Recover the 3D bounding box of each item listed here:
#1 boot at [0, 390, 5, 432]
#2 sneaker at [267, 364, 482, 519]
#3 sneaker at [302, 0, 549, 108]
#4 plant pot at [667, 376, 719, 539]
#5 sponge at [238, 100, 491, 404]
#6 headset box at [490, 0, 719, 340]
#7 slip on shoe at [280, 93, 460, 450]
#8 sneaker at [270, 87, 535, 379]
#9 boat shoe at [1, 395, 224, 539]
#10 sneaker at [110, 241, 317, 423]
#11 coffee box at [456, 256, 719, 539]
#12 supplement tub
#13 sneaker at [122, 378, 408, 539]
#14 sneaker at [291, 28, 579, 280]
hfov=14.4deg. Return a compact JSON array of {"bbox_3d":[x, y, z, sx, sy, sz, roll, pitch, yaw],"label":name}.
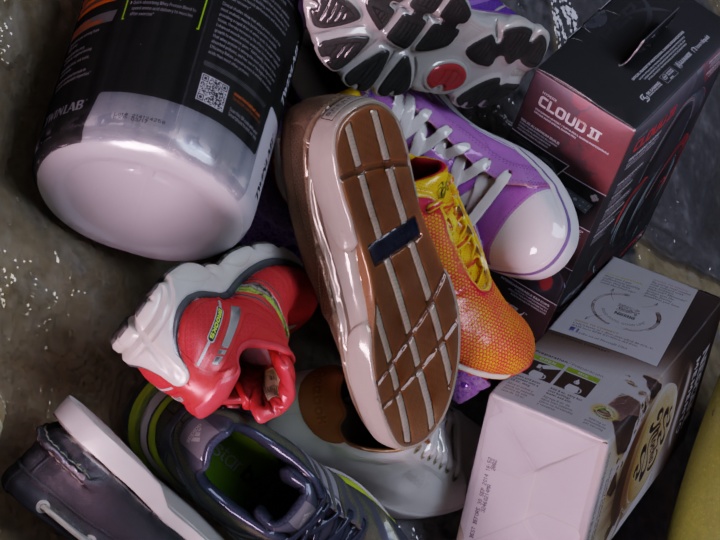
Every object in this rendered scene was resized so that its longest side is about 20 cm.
[{"bbox_3d":[-0.226,-0.020,1.406,0.200,0.072,0.155,48,44,-26],"label":"boot"},{"bbox_3d":[0.028,0.098,1.639,0.200,0.085,0.073,16,65,-47],"label":"sneaker"},{"bbox_3d":[0.023,-0.145,1.603,0.083,0.081,0.200,48,17,29],"label":"sneaker"},{"bbox_3d":[0.282,0.125,1.771,0.187,0.187,0.200,36,88,-35],"label":"plant pot"},{"bbox_3d":[-0.002,-0.016,1.650,0.200,0.030,0.112,38,33,-29],"label":"sponge"},{"bbox_3d":[0.145,-0.078,1.739,0.075,0.200,0.149,33,41,13],"label":"headset box"},{"bbox_3d":[0.000,0.000,1.547,0.076,0.061,0.200,-32,116,-36],"label":"slip on shoe"},{"bbox_3d":[0.035,-0.015,1.598,0.200,0.077,0.073,45,30,-19],"label":"sneaker"},{"bbox_3d":[-0.114,0.142,1.483,0.060,0.074,0.200,-43,137,-3],"label":"boat shoe"},{"bbox_3d":[-0.065,0.042,1.504,0.085,0.077,0.200,46,20,9],"label":"sneaker"},{"bbox_3d":[0.140,0.089,1.713,0.200,0.080,0.113,-44,150,-53],"label":"coffee box"},{"bbox_3d":[-0.096,-0.117,1.541,0.122,0.122,0.200,38,53,-34],"label":"supplement tub"},{"bbox_3d":[-0.041,0.131,1.539,0.200,0.081,0.074,36,88,-30],"label":"sneaker"},{"bbox_3d":[0.032,-0.068,1.640,0.200,0.073,0.114,41,12,23],"label":"sneaker"}]
